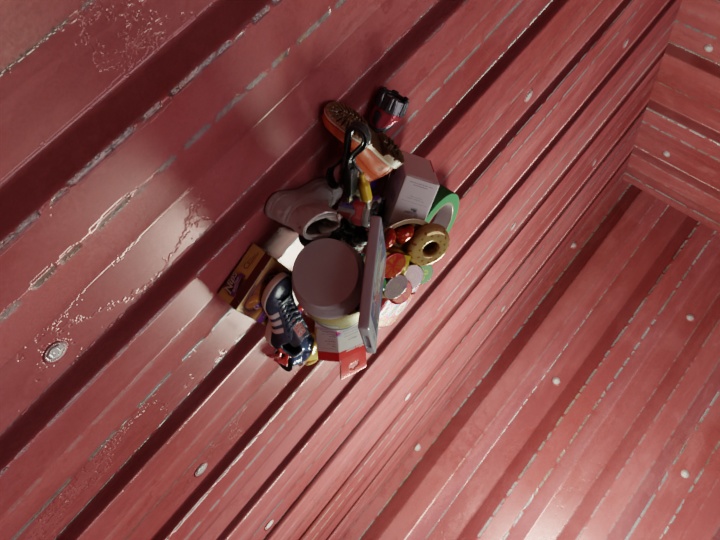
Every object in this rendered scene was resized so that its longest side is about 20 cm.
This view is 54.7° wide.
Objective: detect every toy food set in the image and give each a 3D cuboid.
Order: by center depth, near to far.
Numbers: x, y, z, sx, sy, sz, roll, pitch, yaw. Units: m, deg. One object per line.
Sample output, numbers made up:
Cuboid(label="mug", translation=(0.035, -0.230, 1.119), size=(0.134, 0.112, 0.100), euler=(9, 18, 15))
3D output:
Cuboid(label="toy food set", translation=(0.087, -0.018, 1.460), size=(0.197, 0.049, 0.201), euler=(4, 120, -39))

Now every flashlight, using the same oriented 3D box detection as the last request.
Cuboid(label="flashlight", translation=(0.030, -0.253, 1.368), size=(0.068, 0.066, 0.203), euler=(-87, -162, -61))

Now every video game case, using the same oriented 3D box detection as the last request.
Cuboid(label="video game case", translation=(0.024, 0.031, 1.266), size=(0.183, 0.022, 0.205), euler=(75, 20, -70))

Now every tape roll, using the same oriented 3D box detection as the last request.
Cuboid(label="tape roll", translation=(0.185, -0.124, 1.840), size=(0.200, 0.048, 0.203), euler=(-43, 153, -28))

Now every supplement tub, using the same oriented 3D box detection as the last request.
Cuboid(label="supplement tub", translation=(-0.052, 0.027, 1.311), size=(0.145, 0.143, 0.200), euler=(-52, 167, -7))

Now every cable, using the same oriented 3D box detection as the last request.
Cuboid(label="cable", translation=(-0.016, -0.198, 1.248), size=(0.050, 0.096, 0.202), euler=(-40, 153, -33))

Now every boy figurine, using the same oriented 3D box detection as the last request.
Cuboid(label="boy figurine", translation=(-0.109, 0.165, 1.627), size=(0.198, 0.064, 0.127), euler=(-23, 140, -52))

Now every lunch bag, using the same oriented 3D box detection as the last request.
Cuboid(label="lunch bag", translation=(0.073, 0.061, 1.800), size=(0.178, 0.082, 0.199), euler=(-56, 161, 17))

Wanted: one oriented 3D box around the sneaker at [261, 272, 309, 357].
Cuboid(label="sneaker", translation=(-0.135, 0.090, 1.321), size=(0.075, 0.084, 0.202), euler=(-40, 152, -30))

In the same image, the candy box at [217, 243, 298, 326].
Cuboid(label="candy box", translation=(-0.180, 0.038, 1.343), size=(0.118, 0.056, 0.200), euler=(-55, 158, -4))

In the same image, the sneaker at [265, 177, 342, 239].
Cuboid(label="sneaker", translation=(-0.072, -0.108, 1.292), size=(0.199, 0.114, 0.075), euler=(-27, 143, -49))

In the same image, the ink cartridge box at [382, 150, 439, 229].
Cuboid(label="ink cartridge box", translation=(0.092, -0.137, 1.524), size=(0.148, 0.081, 0.203), euler=(-96, -156, -60))

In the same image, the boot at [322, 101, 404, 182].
Cuboid(label="boot", translation=(-0.017, -0.224, 1.281), size=(0.106, 0.076, 0.199), euler=(-31, 138, 28))

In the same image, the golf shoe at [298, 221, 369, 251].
Cuboid(label="golf shoe", translation=(-0.058, -0.053, 1.436), size=(0.197, 0.078, 0.088), euler=(-4, 147, -47))

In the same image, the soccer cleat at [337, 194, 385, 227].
Cuboid(label="soccer cleat", translation=(0.007, -0.126, 1.434), size=(0.200, 0.071, 0.070), euler=(-37, 140, -77))

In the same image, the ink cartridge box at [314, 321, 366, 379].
Cuboid(label="ink cartridge box", translation=(-0.046, 0.133, 1.591), size=(0.115, 0.066, 0.206), euler=(-15, 103, -55))

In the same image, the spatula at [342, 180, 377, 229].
Cuboid(label="spatula", translation=(-0.007, -0.138, 1.488), size=(0.056, 0.020, 0.203), euler=(-11, 134, -52))

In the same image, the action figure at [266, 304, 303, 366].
Cuboid(label="action figure", translation=(-0.143, 0.094, 1.468), size=(0.051, 0.065, 0.204), euler=(24, 85, -26))

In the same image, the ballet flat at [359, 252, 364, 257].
Cuboid(label="ballet flat", translation=(0.000, 0.000, 1.552), size=(0.064, 0.067, 0.200), euler=(-56, -178, 3))
